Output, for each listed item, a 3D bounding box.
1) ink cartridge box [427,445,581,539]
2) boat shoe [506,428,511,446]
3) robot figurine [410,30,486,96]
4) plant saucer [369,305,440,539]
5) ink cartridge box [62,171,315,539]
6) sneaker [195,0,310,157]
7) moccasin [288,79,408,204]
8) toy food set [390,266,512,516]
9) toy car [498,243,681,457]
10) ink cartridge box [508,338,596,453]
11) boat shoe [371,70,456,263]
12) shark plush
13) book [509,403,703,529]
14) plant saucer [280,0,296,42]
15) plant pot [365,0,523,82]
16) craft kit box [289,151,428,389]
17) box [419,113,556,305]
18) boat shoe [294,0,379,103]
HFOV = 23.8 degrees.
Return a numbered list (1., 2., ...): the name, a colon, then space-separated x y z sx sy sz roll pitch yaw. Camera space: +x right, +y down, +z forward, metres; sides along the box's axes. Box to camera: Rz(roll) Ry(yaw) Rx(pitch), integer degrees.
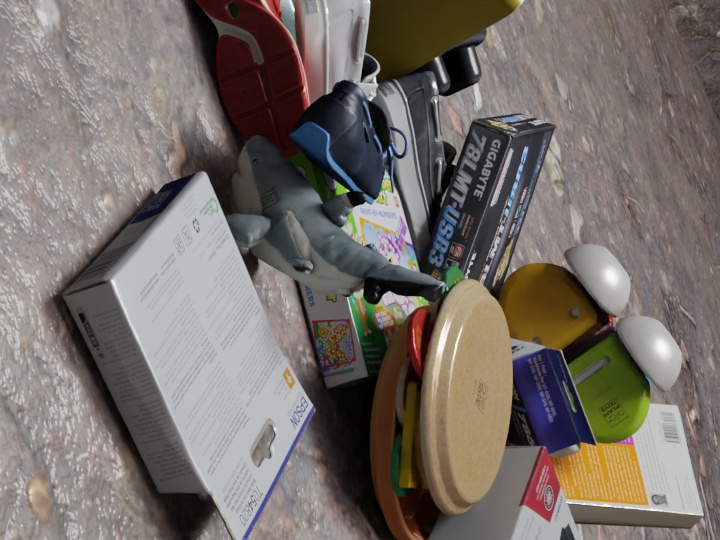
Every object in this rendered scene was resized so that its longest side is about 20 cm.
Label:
1. ink cartridge box: 0.137 0.275 1.484 0.201 0.082 0.146 66 32 -29
2. boat shoe: 0.105 0.156 1.580 0.072 0.067 0.201 -24 96 -70
3. robot figurine: 0.056 -0.273 1.730 0.150 0.124 0.201 -20 92 -69
4. plant saucer: 0.050 0.129 1.440 0.200 0.032 0.202 2 90 -68
5. ink cartridge box: -0.109 0.059 1.148 0.201 0.040 0.200 66 21 -16
6. sneaker: -0.074 -0.193 1.400 0.115 0.078 0.201 -28 100 -68
7. moccasin: 0.000 -0.098 1.327 0.080 0.068 0.200 36 -1 4
8. toy food set: 0.078 0.099 1.401 0.198 0.048 0.201 22 73 -67
9. toy car: 0.223 0.084 1.737 0.200 0.175 0.150 56 11 15
10. ink cartridge box: 0.144 0.114 1.603 0.100 0.039 0.200 68 -19 -10
11. boat shoe: 0.059 -0.097 1.602 0.072 0.067 0.201 -126 -160 -53
12. shark plush: -0.028 -0.030 1.257 0.091 0.200 0.084 31 88 -48
13. book: 0.247 0.194 1.767 0.048 0.199 0.134 118 -28 -51
14. plant saucer: -0.057 -0.256 1.554 0.200 0.036 0.201 51 29 -43
15. plant pot: 0.057 -0.321 1.539 0.176 0.200 0.200 42 55 -18
16. craft kit box: 0.000 0.000 1.480 0.200 0.048 0.199 3 68 -69
17. box: 0.120 -0.052 1.670 0.198 0.049 0.201 -21 130 -72
18. boat shoe: -0.017 -0.165 1.441 0.201 0.068 0.072 88 -8 -49
